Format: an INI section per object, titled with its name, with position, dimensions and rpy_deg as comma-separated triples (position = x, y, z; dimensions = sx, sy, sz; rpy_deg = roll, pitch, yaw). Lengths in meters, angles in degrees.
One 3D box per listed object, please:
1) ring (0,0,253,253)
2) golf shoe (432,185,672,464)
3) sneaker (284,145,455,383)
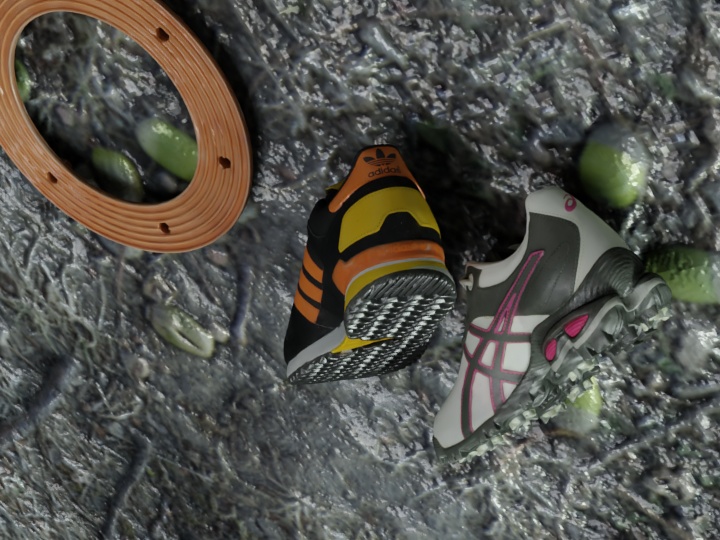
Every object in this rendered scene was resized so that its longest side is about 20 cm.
[ring]
position = -0.145, -0.096, 0.985
dimensions = 0.199, 0.019, 0.201
rpy_deg = 19, 135, 20
[golf shoe]
position = 0.087, 0.034, 0.905
dimensions = 0.088, 0.077, 0.200
rpy_deg = 56, 141, 14
[sneaker]
position = 0.000, 0.000, 0.928
dimensions = 0.200, 0.069, 0.091
rpy_deg = 126, 136, -67
